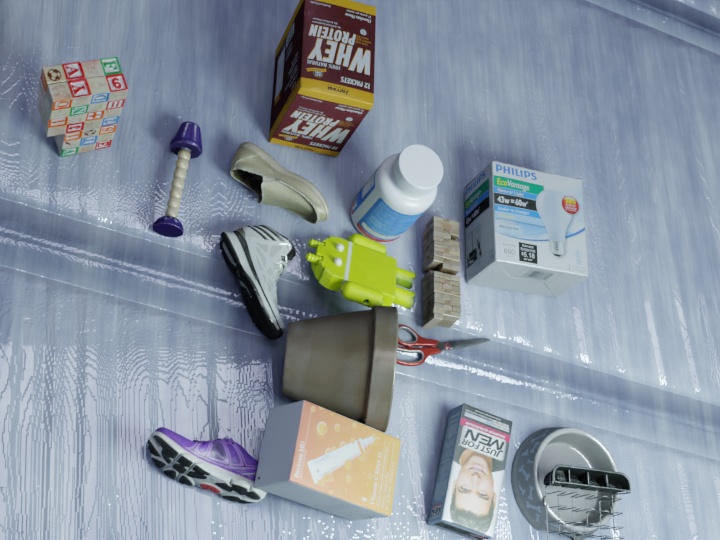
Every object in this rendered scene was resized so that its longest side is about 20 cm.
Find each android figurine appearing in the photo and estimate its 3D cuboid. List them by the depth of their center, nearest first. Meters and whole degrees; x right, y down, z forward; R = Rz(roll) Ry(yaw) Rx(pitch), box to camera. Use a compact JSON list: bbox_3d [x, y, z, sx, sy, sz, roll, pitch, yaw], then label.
[{"bbox_3d":[0.000,0.000,1.644,0.198,0.041,0.183,22,32,-8],"label":"android figurine"}]

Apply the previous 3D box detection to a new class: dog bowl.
[{"bbox_3d":[0.363,0.365,1.668,0.198,0.059,0.202,8,67,-19],"label":"dog bowl"}]

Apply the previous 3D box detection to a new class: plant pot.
[{"bbox_3d":[-0.035,0.150,1.533,0.172,0.200,0.202,5,66,-3],"label":"plant pot"}]

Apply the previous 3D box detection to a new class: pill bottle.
[{"bbox_3d":[0.066,-0.134,1.669,0.111,0.200,0.113,8,66,-19],"label":"pill bottle"}]

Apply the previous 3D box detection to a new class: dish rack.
[{"bbox_3d":[0.372,0.429,1.581,0.152,0.055,0.202,10,66,-17],"label":"dish rack"}]

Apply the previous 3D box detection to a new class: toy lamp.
[{"bbox_3d":[-0.301,-0.156,1.610,0.058,0.058,0.202,13,67,-17],"label":"toy lamp"}]

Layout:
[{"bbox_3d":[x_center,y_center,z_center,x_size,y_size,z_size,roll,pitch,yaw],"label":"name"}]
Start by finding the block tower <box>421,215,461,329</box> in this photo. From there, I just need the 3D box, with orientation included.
[{"bbox_3d":[0.145,0.007,1.723,0.057,0.054,0.202,12,62,-16],"label":"block tower"}]

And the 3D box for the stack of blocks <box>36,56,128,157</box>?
[{"bbox_3d":[-0.441,-0.251,1.507,0.114,0.200,0.059,-16,77,-26],"label":"stack of blocks"}]

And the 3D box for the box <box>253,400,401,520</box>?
[{"bbox_3d":[-0.047,0.294,1.473,0.199,0.097,0.125,27,59,-31],"label":"box"}]

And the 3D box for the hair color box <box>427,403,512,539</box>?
[{"bbox_3d":[0.184,0.336,1.605,0.098,0.061,0.202,21,63,-13],"label":"hair color box"}]

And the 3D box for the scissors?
[{"bbox_3d":[0.141,0.141,1.697,0.198,0.014,0.074,10,63,-20],"label":"scissors"}]

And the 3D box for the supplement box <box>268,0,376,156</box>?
[{"bbox_3d":[-0.068,-0.343,1.701,0.132,0.197,0.202,9,66,-18],"label":"supplement box"}]

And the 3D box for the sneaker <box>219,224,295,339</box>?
[{"bbox_3d":[-0.143,0.008,1.595,0.115,0.076,0.202,-20,75,-26],"label":"sneaker"}]

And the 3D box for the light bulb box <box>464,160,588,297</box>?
[{"bbox_3d":[0.304,-0.074,1.786,0.196,0.125,0.202,8,67,-19],"label":"light bulb box"}]

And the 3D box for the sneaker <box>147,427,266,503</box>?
[{"bbox_3d":[-0.229,0.284,1.460,0.199,0.081,0.084,29,47,-19],"label":"sneaker"}]

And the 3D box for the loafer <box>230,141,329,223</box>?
[{"bbox_3d":[-0.144,-0.138,1.661,0.199,0.076,0.068,35,61,5],"label":"loafer"}]
